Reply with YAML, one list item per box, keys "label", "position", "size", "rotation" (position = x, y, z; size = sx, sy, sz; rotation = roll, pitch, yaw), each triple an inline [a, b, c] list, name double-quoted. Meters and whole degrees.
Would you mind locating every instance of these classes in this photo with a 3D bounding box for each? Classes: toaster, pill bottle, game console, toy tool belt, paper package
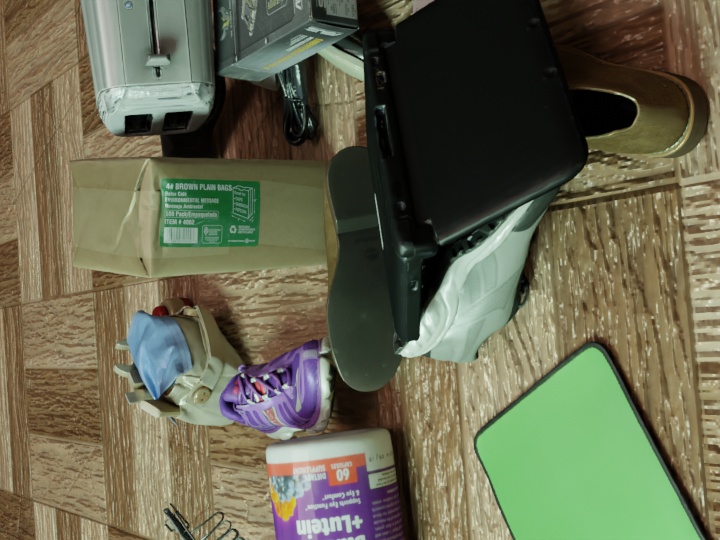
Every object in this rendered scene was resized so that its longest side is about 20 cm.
- label: "toaster"
  position: [-0.190, -0.196, 0.871]
  size: [0.200, 0.112, 0.131]
  rotation: [173, 92, -75]
- label: "pill bottle"
  position: [-0.016, 0.242, 0.824]
  size: [0.111, 0.111, 0.202]
  rotation: [-17, 79, 52]
- label: "game console"
  position: [0.067, -0.081, 0.665]
  size: [0.177, 0.115, 0.202]
  rotation: [86, 177, -53]
- label: "toy tool belt"
  position: [-0.216, 0.094, 1.075]
  size: [0.200, 0.122, 0.126]
  rotation: [44, 125, 43]
- label: "paper package"
  position: [-0.151, -0.055, 0.917]
  size: [0.190, 0.198, 0.105]
  rotation: [5, 97, 52]

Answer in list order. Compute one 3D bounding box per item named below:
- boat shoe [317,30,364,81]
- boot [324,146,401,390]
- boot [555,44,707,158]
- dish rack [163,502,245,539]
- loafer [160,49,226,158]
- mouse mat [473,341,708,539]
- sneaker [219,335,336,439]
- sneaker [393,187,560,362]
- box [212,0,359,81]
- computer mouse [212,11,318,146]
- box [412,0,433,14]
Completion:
- label: "boat shoe"
  position: [-0.035, -0.232, 0.863]
  size: [0.068, 0.072, 0.200]
  rotation: [-50, 55, 9]
- label: "boot"
  position: [0.000, 0.000, 0.832]
  size: [0.075, 0.073, 0.203]
  rotation: [171, 96, -77]
- label: "boot"
  position: [0.125, -0.114, 0.647]
  size: [0.199, 0.075, 0.075]
  rotation: [19, 108, 52]
- label: "dish rack"
  position: [-0.103, 0.291, 0.897]
  size: [0.153, 0.054, 0.201]
  rotation: [34, 159, 46]
- label: "loafer"
  position: [-0.193, -0.176, 1.045]
  size: [0.201, 0.072, 0.071]
  rotation: [111, 146, -49]
- label: "mouse mat"
  position: [0.159, 0.171, 0.672]
  size: [0.161, 0.007, 0.201]
  rotation: [-49, 54, 43]
- label: "sneaker"
  position: [-0.080, 0.114, 0.898]
  size: [0.200, 0.083, 0.081]
  rotation: [139, 138, -55]
- label: "sneaker"
  position: [0.093, -0.008, 0.697]
  size: [0.074, 0.079, 0.201]
  rotation: [-91, 23, -47]
- label: "box"
  position: [-0.069, -0.275, 0.796]
  size: [0.158, 0.048, 0.203]
  rotation: [-11, 81, 55]
- label: "computer mouse"
  position: [-0.107, -0.210, 0.954]
  size: [0.200, 0.044, 0.110]
  rotation: [47, 157, 45]
- label: "box"
  position: [0.066, -0.111, 0.755]
  size: [0.041, 0.038, 0.203]
  rotation: [4, 95, 54]
